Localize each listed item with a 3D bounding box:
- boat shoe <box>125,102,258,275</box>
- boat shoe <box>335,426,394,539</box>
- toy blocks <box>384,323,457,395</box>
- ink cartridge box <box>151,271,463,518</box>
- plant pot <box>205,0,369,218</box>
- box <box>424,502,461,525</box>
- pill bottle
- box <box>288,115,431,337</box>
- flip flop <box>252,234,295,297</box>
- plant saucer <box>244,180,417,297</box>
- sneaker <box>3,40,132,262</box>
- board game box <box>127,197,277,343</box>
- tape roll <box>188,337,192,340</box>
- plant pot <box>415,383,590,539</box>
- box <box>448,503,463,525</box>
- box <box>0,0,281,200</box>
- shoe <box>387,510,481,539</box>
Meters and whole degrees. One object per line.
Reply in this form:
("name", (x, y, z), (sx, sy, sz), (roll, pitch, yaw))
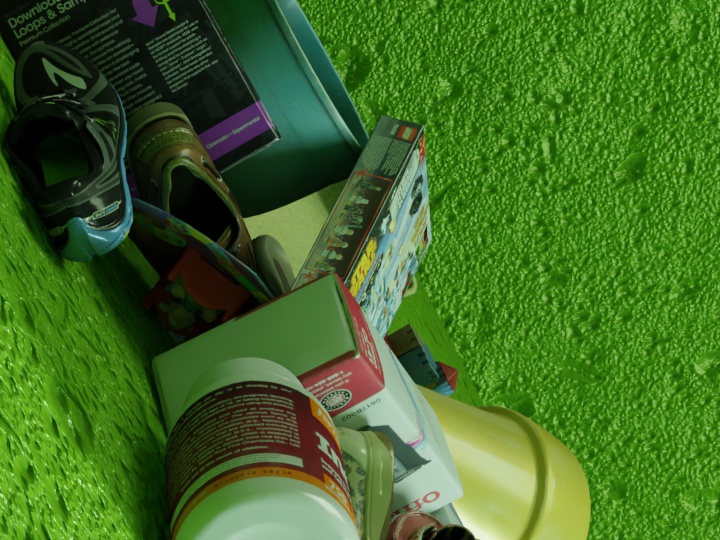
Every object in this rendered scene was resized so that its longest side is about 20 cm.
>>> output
("boat shoe", (-0.119, -0.029, 1.612), (0.068, 0.072, 0.200), (57, -4, 43))
("boat shoe", (-0.022, 0.202, 1.464), (0.073, 0.062, 0.201), (147, -49, -60))
("toy blocks", (0.012, 0.105, 2.007), (0.200, 0.136, 0.100), (52, 11, -54))
("ink cartridge box", (-0.034, 0.111, 1.554), (0.200, 0.147, 0.086), (54, 11, -46))
("plant pot", (-0.114, -0.124, 1.757), (0.201, 0.188, 0.200), (59, 7, -12))
("box", (0.046, 0.277, 1.581), (0.098, 0.124, 0.200), (56, 9, -44))
("pill bottle", (-0.064, 0.134, 1.366), (0.113, 0.113, 0.200), (58, 7, -25))
("box", (0.000, 0.000, 1.694), (0.137, 0.040, 0.200), (85, 26, -51))
("flip flop", (-0.034, 0.047, 1.815), (0.200, 0.057, 0.081), (65, 7, 31))
("plant saucer", (-0.071, -0.034, 1.980), (0.200, 0.048, 0.200), (-20, 78, -41))
("sneaker", (-0.197, -0.094, 1.485), (0.200, 0.071, 0.083), (-108, 174, -46))
("board game box", (-0.114, 0.025, 1.576), (0.158, 0.039, 0.200), (24, -20, 37))
("tape roll", (-0.082, 0.076, 1.784), (0.201, 0.048, 0.200), (61, 6, -10))
("plant pot", (0.062, 0.190, 1.880), (0.189, 0.201, 0.201), (35, 21, -37))
("box", (0.049, 0.262, 1.728), (0.201, 0.121, 0.032), (62, -29, 6))
("box", (-0.168, -0.149, 1.644), (0.201, 0.143, 0.036), (61, 4, -3))
("shoe", (0.053, 0.198, 1.472), (0.071, 0.091, 0.200), (16, 25, -9))
